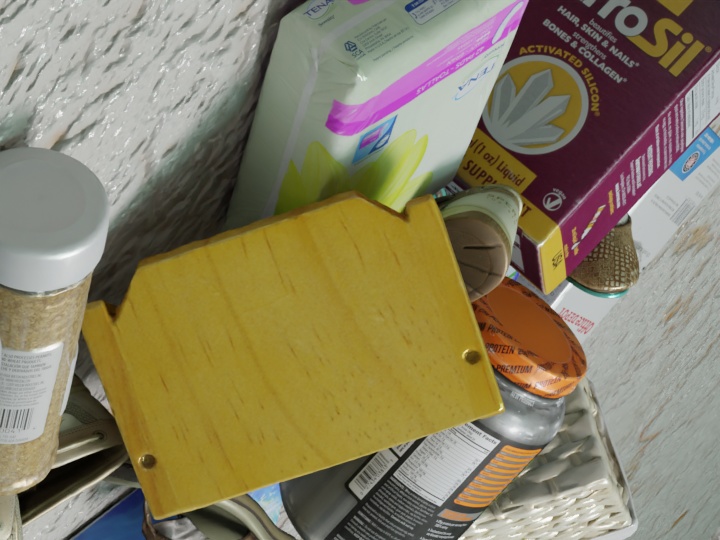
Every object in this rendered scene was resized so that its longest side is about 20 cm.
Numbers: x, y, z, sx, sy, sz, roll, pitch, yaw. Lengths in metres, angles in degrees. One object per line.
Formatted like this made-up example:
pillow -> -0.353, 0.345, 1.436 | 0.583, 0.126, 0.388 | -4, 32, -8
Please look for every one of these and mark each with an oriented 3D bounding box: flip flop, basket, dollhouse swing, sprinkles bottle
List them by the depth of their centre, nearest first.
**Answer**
sprinkles bottle -> -0.169, 0.029, 1.140 | 0.068, 0.068, 0.200 | -36, 158, -36
dollhouse swing -> -0.035, 0.037, 1.332 | 0.200, 0.182, 0.176 | -18, -163, 3
flip flop -> -0.098, 0.168, 1.473 | 0.200, 0.081, 0.058 | 46, 62, -49
basket -> 0.095, 0.154, 1.787 | 0.200, 0.136, 0.123 | -19, 155, 5

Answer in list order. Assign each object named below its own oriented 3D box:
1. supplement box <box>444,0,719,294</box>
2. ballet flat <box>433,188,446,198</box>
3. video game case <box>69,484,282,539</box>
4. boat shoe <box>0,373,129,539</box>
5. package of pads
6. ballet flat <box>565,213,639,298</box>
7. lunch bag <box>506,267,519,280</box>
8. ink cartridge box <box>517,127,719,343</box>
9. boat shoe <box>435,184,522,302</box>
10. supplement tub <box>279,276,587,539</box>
supplement box -> 0.134, -0.107, 1.474 | 0.200, 0.131, 0.103 | -47, 162, -9
ballet flat -> 0.000, 0.000, 1.501 | 0.200, 0.067, 0.070 | -60, 180, 32
video game case -> -0.132, 0.197, 1.596 | 0.200, 0.045, 0.181 | -37, 159, -33
boat shoe -> -0.206, 0.127, 1.251 | 0.200, 0.065, 0.072 | -36, 157, -36
package of pads -> 0.010, -0.095, 1.307 | 0.154, 0.068, 0.200 | -36, 160, -35
ballet flat -> 0.139, -0.055, 1.562 | 0.070, 0.200, 0.065 | 4, 117, -21
lunch bag -> 0.042, 0.042, 1.649 | 0.160, 0.076, 0.200 | -26, 152, -55
ink cartridge box -> 0.181, -0.045, 1.779 | 0.200, 0.084, 0.145 | -51, 161, 5
boat shoe -> 0.012, 0.005, 1.420 | 0.200, 0.073, 0.063 | -20, -157, 31
supplement tub -> 0.048, 0.102, 1.523 | 0.200, 0.123, 0.123 | -49, 163, 23
